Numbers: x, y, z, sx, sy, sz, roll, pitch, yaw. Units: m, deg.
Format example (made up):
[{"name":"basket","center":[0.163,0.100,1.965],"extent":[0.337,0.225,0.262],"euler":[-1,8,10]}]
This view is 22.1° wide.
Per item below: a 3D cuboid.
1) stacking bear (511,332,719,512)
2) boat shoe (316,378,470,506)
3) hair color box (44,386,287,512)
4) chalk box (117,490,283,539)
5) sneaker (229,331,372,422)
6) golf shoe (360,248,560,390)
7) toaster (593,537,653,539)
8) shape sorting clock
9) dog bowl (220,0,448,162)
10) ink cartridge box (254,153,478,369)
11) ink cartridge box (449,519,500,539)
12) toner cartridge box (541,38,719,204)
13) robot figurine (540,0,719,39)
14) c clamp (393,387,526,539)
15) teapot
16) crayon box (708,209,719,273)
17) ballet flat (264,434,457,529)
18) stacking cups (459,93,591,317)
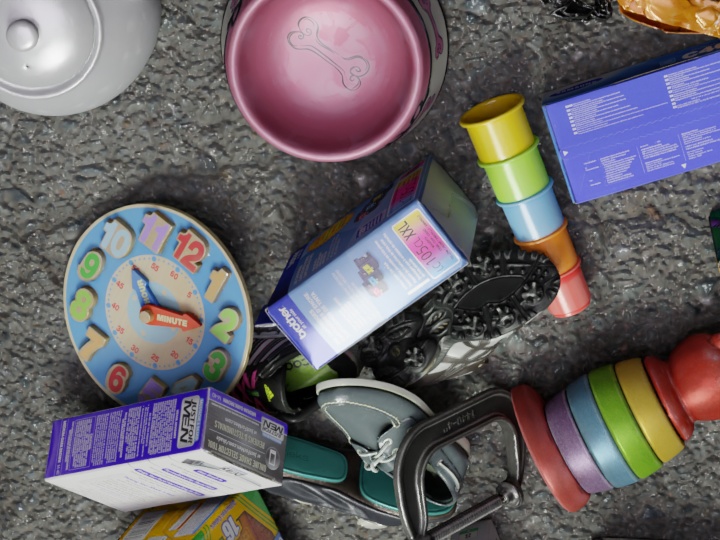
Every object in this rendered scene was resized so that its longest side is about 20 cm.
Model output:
[{"name":"stacking bear","center":[0.250,0.124,1.634],"extent":[0.199,0.114,0.122],"euler":[-29,106,12]},{"name":"boat shoe","center":[0.031,0.153,1.636],"extent":[0.073,0.062,0.200],"euler":[-13,147,35]},{"name":"hair color box","center":[-0.176,0.164,1.658],"extent":[0.199,0.065,0.109],"euler":[-12,151,36]},{"name":"chalk box","center":[-0.132,0.315,1.726],"extent":[0.123,0.124,0.201],"euler":[-15,110,35]},{"name":"sneaker","center":[-0.084,0.100,1.670],"extent":[0.199,0.088,0.074],"euler":[-15,109,13]},{"name":"golf shoe","center":[0.098,0.044,1.632],"extent":[0.200,0.094,0.078],"euler":[-28,69,23]},{"name":"toaster","center":[0.283,0.349,1.710],"extent":[0.180,0.119,0.201],"euler":[5,113,4]},{"name":"shape sorting clock","center":[-0.186,0.038,1.659],"extent":[0.199,0.039,0.201],"euler":[4,100,24]},{"name":"dog bowl","center":[-0.026,-0.181,1.560],"extent":[0.199,0.074,0.201],"euler":[3,112,6]},{"name":"ink cartridge box","center":[0.000,0.000,1.594],"extent":[0.200,0.137,0.076],"euler":[-37,102,18]},{"name":"ink cartridge box","center":[0.122,0.346,1.683],"extent":[0.050,0.200,0.161],"euler":[-19,109,13]},{"name":"toner cartridge box","center":[0.262,-0.132,1.562],"extent":[0.199,0.043,0.095],"euler":[-16,108,12]},{"name":"robot figurine","center":[0.228,-0.263,1.506],"extent":[0.199,0.058,0.145],"euler":[18,112,-1]},{"name":"c clamp","center":[0.087,0.201,1.651],"extent":[0.027,0.200,0.172],"euler":[4,115,46]},{"name":"teapot","center":[-0.269,-0.210,1.538],"extent":[0.197,0.146,0.201],"euler":[17,113,0]},{"name":"crayon box","center":[0.357,0.052,1.583],"extent":[0.058,0.119,0.201],"euler":[-17,108,13]},{"name":"ballet flat","center":[-0.011,0.202,1.720],"extent":[0.199,0.073,0.073],"euler":[16,113,-6]},{"name":"stacking cups","center":[0.145,-0.051,1.602],"extent":[0.060,0.061,0.201],"euler":[-17,111,13]}]
